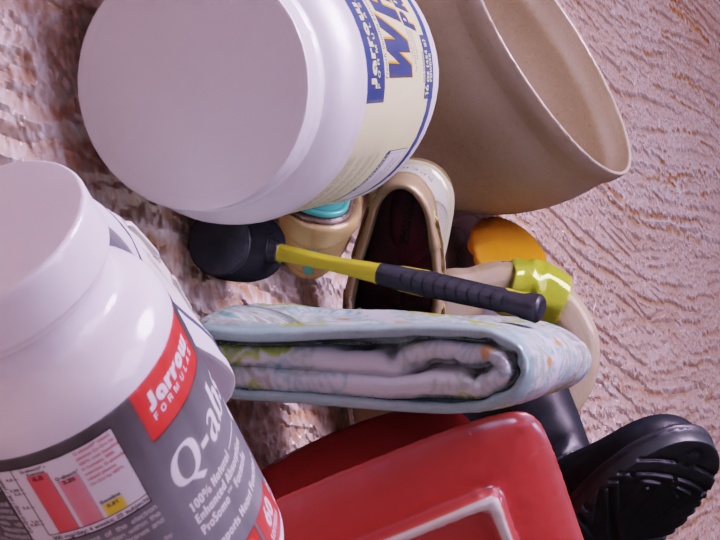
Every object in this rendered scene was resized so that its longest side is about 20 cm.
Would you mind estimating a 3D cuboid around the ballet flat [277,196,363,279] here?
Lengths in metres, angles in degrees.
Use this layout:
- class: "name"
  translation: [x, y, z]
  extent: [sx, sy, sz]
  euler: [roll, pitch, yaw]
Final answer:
- class: "ballet flat"
  translation: [-0.022, -0.074, 1.318]
  extent: [0.201, 0.068, 0.063]
  euler: [-74, 176, -47]

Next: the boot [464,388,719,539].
- class: "boot"
  translation: [0.119, 0.101, 1.240]
  extent: [0.076, 0.201, 0.169]
  euler: [7, 46, -28]

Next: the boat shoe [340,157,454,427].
- class: "boat shoe"
  translation: [0.017, 0.033, 1.288]
  extent: [0.066, 0.073, 0.202]
  euler: [-37, 131, -75]

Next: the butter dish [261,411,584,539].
- class: "butter dish"
  translation: [0.015, 0.152, 1.153]
  extent: [0.148, 0.198, 0.201]
  euler: [-114, -178, -56]

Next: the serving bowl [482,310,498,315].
- class: "serving bowl"
  translation: [0.108, 0.080, 1.580]
  extent: [0.200, 0.065, 0.202]
  euler: [-10, 90, -72]

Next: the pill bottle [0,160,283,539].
- class: "pill bottle"
  translation: [-0.116, 0.063, 0.866]
  extent: [0.116, 0.115, 0.201]
  euler: [-77, 151, -48]

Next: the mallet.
- class: "mallet"
  translation: [0.000, 0.000, 1.124]
  extent: [0.066, 0.198, 0.042]
  euler: [9, 93, -64]

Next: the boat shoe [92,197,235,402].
- class: "boat shoe"
  translation: [-0.125, 0.004, 0.969]
  extent: [0.200, 0.071, 0.070]
  euler: [46, 11, -53]

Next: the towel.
- class: "towel"
  translation: [0.014, 0.044, 1.133]
  extent: [0.171, 0.198, 0.049]
  euler: [-9, 101, -72]

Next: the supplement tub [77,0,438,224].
- class: "supplement tub"
  translation: [-0.051, -0.100, 1.091]
  extent: [0.200, 0.144, 0.146]
  euler: [-20, 99, -71]

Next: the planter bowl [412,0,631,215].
- class: "planter bowl"
  translation: [0.078, -0.119, 1.448]
  extent: [0.200, 0.134, 0.201]
  euler: [47, 23, -27]

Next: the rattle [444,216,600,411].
- class: "rattle"
  translation: [0.089, 0.082, 1.411]
  extent: [0.143, 0.129, 0.202]
  euler: [-148, -132, -64]

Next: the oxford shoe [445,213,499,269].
- class: "oxford shoe"
  translation: [0.058, -0.013, 1.481]
  extent: [0.200, 0.071, 0.073]
  euler: [-64, 136, -59]
